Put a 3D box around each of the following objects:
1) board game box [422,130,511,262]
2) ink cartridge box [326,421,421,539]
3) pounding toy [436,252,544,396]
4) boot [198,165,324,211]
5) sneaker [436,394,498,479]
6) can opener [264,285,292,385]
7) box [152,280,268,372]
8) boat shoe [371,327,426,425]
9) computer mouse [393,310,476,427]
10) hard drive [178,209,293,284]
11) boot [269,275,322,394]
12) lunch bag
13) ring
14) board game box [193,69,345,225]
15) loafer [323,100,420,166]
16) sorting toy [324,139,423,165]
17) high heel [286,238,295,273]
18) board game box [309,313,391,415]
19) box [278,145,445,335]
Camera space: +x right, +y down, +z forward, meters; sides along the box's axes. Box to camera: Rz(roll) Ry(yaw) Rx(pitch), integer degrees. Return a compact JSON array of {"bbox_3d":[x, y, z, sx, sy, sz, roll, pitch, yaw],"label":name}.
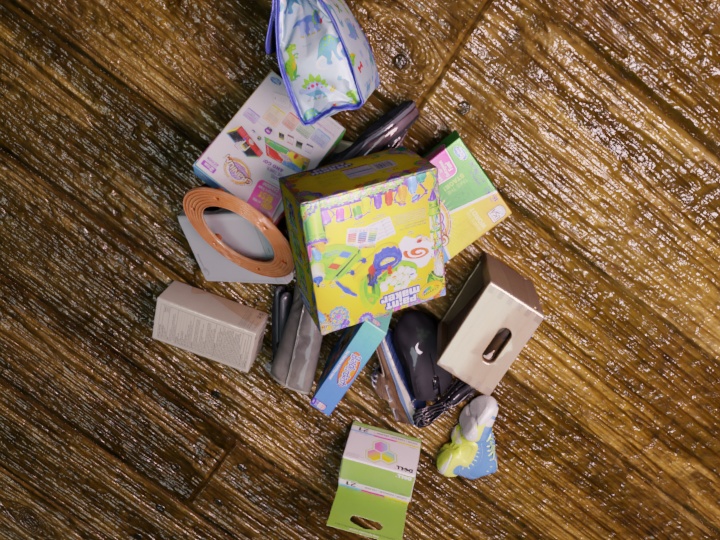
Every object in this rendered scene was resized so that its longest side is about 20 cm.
[{"bbox_3d":[0.116,-0.094,1.058,0.198,0.041,0.153,-37,111,16],"label":"board game box"},{"bbox_3d":[0.030,0.391,1.248,0.143,0.201,0.078,13,117,5],"label":"ink cartridge box"},{"bbox_3d":[0.212,0.106,1.100,0.140,0.185,0.203,30,109,-2],"label":"pounding toy"},{"bbox_3d":[-0.164,-0.131,1.073,0.194,0.139,0.080,-6,112,23],"label":"boot"},{"bbox_3d":[0.225,0.316,1.250,0.103,0.077,0.202,21,125,-11],"label":"sneaker"},{"bbox_3d":[-0.144,0.125,1.253,0.063,0.077,0.206,21,122,47],"label":"can opener"},{"bbox_3d":[-0.281,0.103,1.254,0.195,0.078,0.097,20,118,3],"label":"box"},{"bbox_3d":[0.057,0.202,1.227,0.071,0.072,0.205,-14,107,26],"label":"boat shoe"},{"bbox_3d":[0.126,0.167,1.180,0.136,0.053,0.204,-27,102,-16],"label":"computer mouse"},{"bbox_3d":[-0.213,-0.041,1.135,0.196,0.027,0.135,2,123,36],"label":"hard drive"},{"bbox_3d":[-0.075,0.114,1.154,0.179,0.072,0.206,17,90,45],"label":"boot"},{"bbox_3d":[-0.060,-0.330,0.953,0.124,0.171,0.205,-13,112,14],"label":"lunch bag"},{"bbox_3d":[-0.184,-0.059,1.026,0.196,0.020,0.202,24,153,13],"label":"ring"},{"bbox_3d":[-0.138,-0.184,1.034,0.152,0.040,0.202,37,73,-2],"label":"board game box"},{"bbox_3d":[0.017,-0.181,1.044,0.198,0.072,0.063,-39,111,2],"label":"loafer"},{"bbox_3d":[0.007,-0.112,1.113,0.194,0.037,0.190,11,116,7],"label":"sorting toy"},{"bbox_3d":[-0.162,-0.066,1.150,0.194,0.072,0.146,0,121,23],"label":"high heel"},{"bbox_3d":[-0.010,0.130,1.164,0.044,0.153,0.202,30,118,-4],"label":"board game box"},{"bbox_3d":[0.005,-0.046,0.948,0.195,0.122,0.198,-16,118,-16],"label":"box"}]
